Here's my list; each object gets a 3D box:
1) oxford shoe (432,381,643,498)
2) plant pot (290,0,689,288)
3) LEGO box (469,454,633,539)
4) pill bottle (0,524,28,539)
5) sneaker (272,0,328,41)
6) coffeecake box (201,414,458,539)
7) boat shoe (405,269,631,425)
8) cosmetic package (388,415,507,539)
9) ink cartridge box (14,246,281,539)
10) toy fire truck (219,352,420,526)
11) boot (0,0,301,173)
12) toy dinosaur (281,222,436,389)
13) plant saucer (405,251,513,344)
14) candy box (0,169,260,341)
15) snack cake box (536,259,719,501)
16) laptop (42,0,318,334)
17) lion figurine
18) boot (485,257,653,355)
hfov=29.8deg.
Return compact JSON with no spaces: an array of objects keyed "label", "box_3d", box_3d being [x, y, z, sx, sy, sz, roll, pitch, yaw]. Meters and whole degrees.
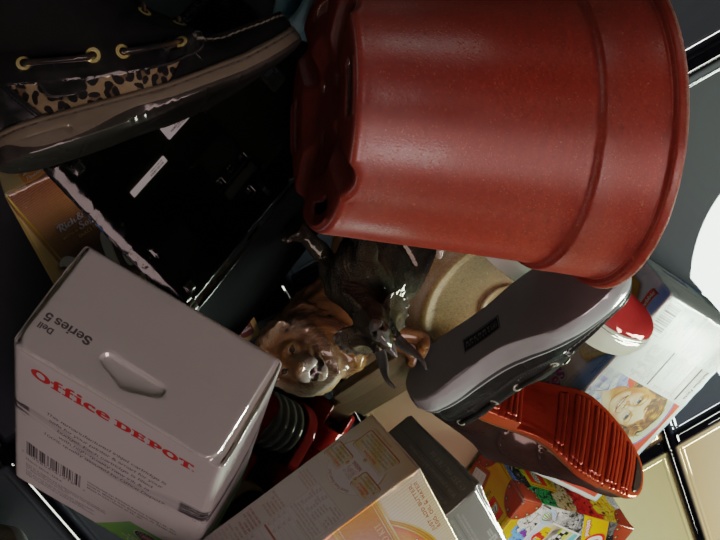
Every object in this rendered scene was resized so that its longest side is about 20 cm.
[{"label":"oxford shoe","box_3d":[0.144,0.132,1.109,0.199,0.072,0.072,33,140,-15]},{"label":"plant pot","box_3d":[0.066,-0.093,0.832,0.192,0.202,0.203,2,124,-17]},{"label":"LEGO box","box_3d":[0.132,0.272,1.258,0.148,0.077,0.201,19,115,-34]},{"label":"pill bottle","box_3d":[-0.351,0.235,0.986,0.198,0.120,0.121,15,117,-33]},{"label":"sneaker","box_3d":[-0.021,-0.226,0.824,0.081,0.074,0.202,-12,128,-21]},{"label":"coffeecake box","box_3d":[-0.028,0.220,0.891,0.199,0.073,0.155,-35,125,-10]},{"label":"boat shoe","box_3d":[0.121,0.051,0.982,0.199,0.069,0.056,-33,126,32]},{"label":"cosmetic package","box_3d":[0.000,0.219,1.016,0.199,0.107,0.091,-37,130,-11]},{"label":"ink cartridge box","box_3d":[-0.142,0.097,0.871,0.144,0.084,0.201,29,147,4]},{"label":"toy fire truck","box_3d":[-0.057,0.119,1.050,0.176,0.128,0.202,35,86,-44]},{"label":"boot","box_3d":[-0.143,-0.156,0.782,0.198,0.073,0.152,-25,90,-21]},{"label":"toy dinosaur","box_3d":[0.012,-0.012,0.923,0.076,0.201,0.103,-23,112,32]},{"label":"plant saucer","box_3d":[0.108,0.019,1.088,0.197,0.036,0.202,-12,128,-16]},{"label":"candy box","box_3d":[-0.156,-0.014,0.932,0.114,0.055,0.202,-26,131,-7]},{"label":"snack cake box","box_3d":[0.220,0.094,1.173,0.114,0.067,0.201,27,110,-38]},{"label":"laptop","box_3d":[-0.101,-0.052,0.895,0.200,0.103,0.178,48,63,-22]},{"label":"lion figurine","box_3d":[0.000,0.000,0.991,0.121,0.072,0.203,16,78,-7]},{"label":"boot","box_3d":[0.193,-0.026,1.016,0.144,0.073,0.199,-42,127,17]}]
